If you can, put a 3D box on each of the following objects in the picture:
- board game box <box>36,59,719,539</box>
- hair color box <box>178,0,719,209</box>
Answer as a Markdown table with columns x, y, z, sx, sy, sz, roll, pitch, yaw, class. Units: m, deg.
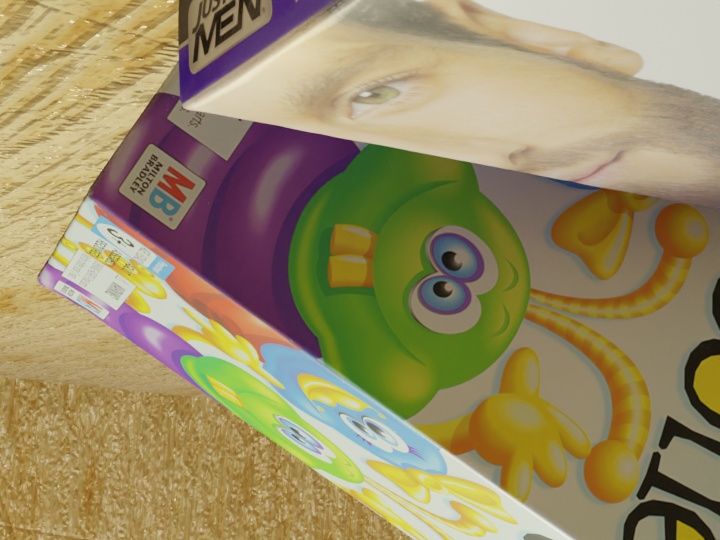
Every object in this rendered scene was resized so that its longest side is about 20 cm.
| x | y | z | sx | sy | sz | roll | pitch | yaw | class |
| --- | --- | --- | --- | --- | --- | --- | --- | --- | --- |
| 0.039 | 0.010 | 0.554 | 0.199 | 0.105 | 0.103 | 35 | 164 | -6 | board game box |
| 0.077 | -0.057 | 0.444 | 0.199 | 0.065 | 0.109 | 10 | 160 | -29 | hair color box |
